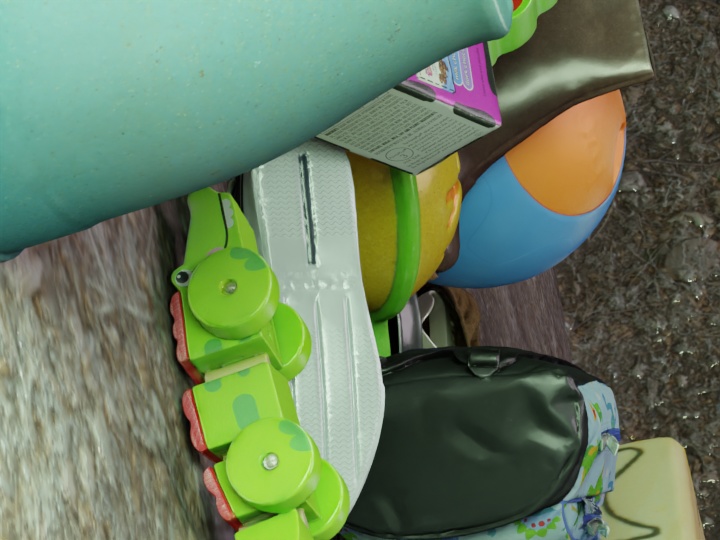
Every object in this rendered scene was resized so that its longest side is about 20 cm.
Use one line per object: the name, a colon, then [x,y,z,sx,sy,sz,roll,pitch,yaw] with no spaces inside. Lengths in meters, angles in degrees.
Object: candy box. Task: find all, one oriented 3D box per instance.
candy box: [-0.033,-0.136,1.020,0.200,0.061,0.136,20,52,-42]

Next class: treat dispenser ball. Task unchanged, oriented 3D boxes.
treat dispenser ball: [0.073,-0.088,1.491,0.201,0.201,0.201,-13,90,-82]

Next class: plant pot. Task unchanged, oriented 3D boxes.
plant pot: [-0.054,-0.120,0.734,0.200,0.188,0.200,-13,90,-82]

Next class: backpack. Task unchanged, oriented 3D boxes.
backpack: [0.067,0.100,1.239,0.200,0.163,0.154,-34,115,-72]

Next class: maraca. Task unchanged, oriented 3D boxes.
maraca: [-0.003,-0.031,1.247,0.200,0.107,0.137,99,-27,-48]

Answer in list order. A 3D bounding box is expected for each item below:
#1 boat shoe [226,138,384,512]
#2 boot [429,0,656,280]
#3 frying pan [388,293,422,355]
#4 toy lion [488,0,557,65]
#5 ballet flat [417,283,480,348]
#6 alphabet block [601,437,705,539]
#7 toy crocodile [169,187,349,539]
boat shoe: [-0.030,0.031,1.067,0.071,0.072,0.200,147,-54,-71]
boot: [0.090,-0.099,1.339,0.072,0.166,0.200,53,29,-61]
frying pan: [-0.002,0.015,1.373,0.190,0.031,0.115,-120,-148,-53]
toy lion: [0.021,-0.187,1.206,0.069,0.192,0.200,76,34,-56]
ballet flat: [0.061,0.072,1.682,0.072,0.068,0.200,46,26,-35]
alphabet block: [0.145,0.250,1.512,0.200,0.195,0.197,-77,155,-69]
toy crocodile: [-0.050,0.056,0.975,0.068,0.062,0.200,59,16,-64]
